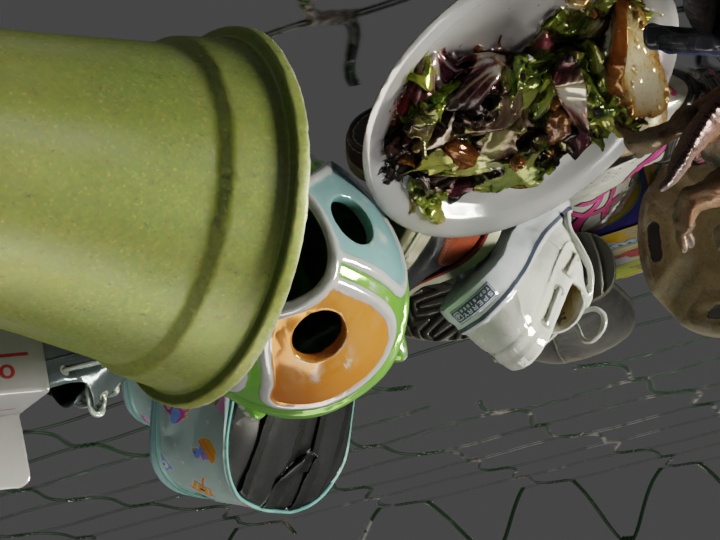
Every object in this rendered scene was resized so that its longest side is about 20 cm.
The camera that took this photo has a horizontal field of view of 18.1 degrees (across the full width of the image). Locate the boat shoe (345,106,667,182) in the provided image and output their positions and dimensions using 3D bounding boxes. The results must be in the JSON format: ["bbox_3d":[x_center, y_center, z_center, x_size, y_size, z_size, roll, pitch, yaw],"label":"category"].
[{"bbox_3d":[0.079,-0.100,1.348,0.199,0.072,0.072,-5,141,20],"label":"boat shoe"}]

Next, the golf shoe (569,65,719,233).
[{"bbox_3d":[0.149,-0.079,1.472,0.092,0.073,0.200,5,151,-40],"label":"golf shoe"}]

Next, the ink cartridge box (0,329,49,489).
[{"bbox_3d":[-0.242,0.023,1.256,0.115,0.201,0.067,-6,167,-26],"label":"ink cartridge box"}]

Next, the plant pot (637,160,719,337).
[{"bbox_3d":[0.291,-0.023,1.519,0.183,0.202,0.200,-2,165,-44],"label":"plant pot"}]

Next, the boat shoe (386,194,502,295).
[{"bbox_3d":[0.000,0.000,1.377,0.062,0.072,0.200,13,145,-39],"label":"boat shoe"}]

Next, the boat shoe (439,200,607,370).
[{"bbox_3d":[0.111,0.013,1.383,0.075,0.086,0.202,-40,-176,20],"label":"boat shoe"}]

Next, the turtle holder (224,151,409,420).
[{"bbox_3d":[-0.045,-0.015,1.261,0.140,0.187,0.132,-3,164,4],"label":"turtle holder"}]

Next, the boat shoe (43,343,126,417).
[{"bbox_3d":[-0.181,0.063,1.384,0.199,0.062,0.073,0,163,-41],"label":"boat shoe"}]

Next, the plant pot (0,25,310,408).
[{"bbox_3d":[-0.154,-0.043,1.131,0.183,0.202,0.200,11,157,-32],"label":"plant pot"}]

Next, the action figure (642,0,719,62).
[{"bbox_3d":[0.246,-0.155,1.149,0.199,0.105,0.193,5,175,8],"label":"action figure"}]

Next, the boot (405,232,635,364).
[{"bbox_3d":[0.103,0.024,1.576,0.181,0.073,0.200,-3,173,5],"label":"boot"}]

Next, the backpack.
[{"bbox_3d":[-0.082,0.072,1.626,0.153,0.201,0.176,0,177,31],"label":"backpack"}]

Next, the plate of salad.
[{"bbox_3d":[0.095,-0.088,1.246,0.199,0.048,0.201,-20,141,-17],"label":"plate of salad"}]

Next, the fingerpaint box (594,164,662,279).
[{"bbox_3d":[0.158,-0.036,1.653,0.199,0.074,0.167,-20,166,32],"label":"fingerpaint box"}]

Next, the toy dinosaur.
[{"bbox_3d":[0.228,-0.075,1.228,0.135,0.086,0.200,-31,157,32],"label":"toy dinosaur"}]
